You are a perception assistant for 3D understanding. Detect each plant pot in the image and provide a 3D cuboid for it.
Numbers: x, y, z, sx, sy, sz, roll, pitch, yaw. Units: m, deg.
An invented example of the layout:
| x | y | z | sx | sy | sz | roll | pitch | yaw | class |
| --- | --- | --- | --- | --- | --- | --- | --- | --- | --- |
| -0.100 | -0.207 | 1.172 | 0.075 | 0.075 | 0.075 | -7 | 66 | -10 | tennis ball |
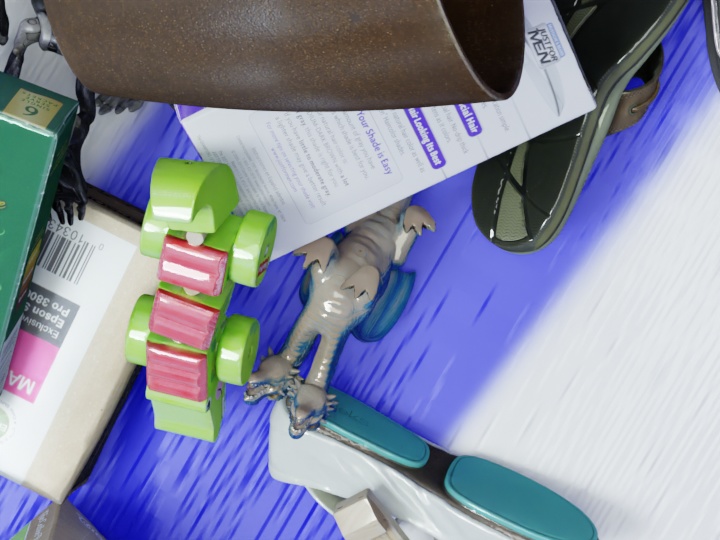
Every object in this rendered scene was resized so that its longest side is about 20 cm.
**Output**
| x | y | z | sx | sy | sz | roll | pitch | yaw | class |
| --- | --- | --- | --- | --- | --- | --- | --- | --- | --- |
| -0.044 | -0.151 | 1.230 | 0.200 | 0.187 | 0.187 | -12 | 95 | 18 | plant pot |

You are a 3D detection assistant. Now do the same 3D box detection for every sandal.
| x | y | z | sx | sy | sz | roll | pitch | yaw | class |
| --- | --- | --- | --- | --- | --- | --- | --- | --- | --- |
| 0.126 | -0.101 | 1.419 | 0.080 | 0.057 | 0.201 | 35 | 99 | 40 | sandal |

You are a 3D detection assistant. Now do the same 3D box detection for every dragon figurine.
| x | y | z | sx | sy | sz | roll | pitch | yaw | class |
| --- | --- | --- | --- | --- | --- | --- | --- | --- | --- |
| 0.000 | 0.000 | 1.429 | 0.059 | 0.099 | 0.200 | 29 | 57 | 7 | dragon figurine |

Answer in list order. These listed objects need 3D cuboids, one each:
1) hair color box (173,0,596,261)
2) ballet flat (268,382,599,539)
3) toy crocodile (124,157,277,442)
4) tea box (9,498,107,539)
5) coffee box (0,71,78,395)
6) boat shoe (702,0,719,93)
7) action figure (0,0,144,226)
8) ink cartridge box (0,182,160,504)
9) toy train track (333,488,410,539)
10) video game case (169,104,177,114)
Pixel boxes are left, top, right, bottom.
| x | y | z | sx | sy | sz | roll | pitch | yaw | class |
| --- | --- | --- | --- | --- | --- | --- | --- | --- | --- |
| 0.011 | -0.098 | 1.350 | 0.200 | 0.065 | 0.109 | -24 | 130 | 5 | hair color box |
| 0.037 | 0.129 | 1.451 | 0.200 | 0.069 | 0.070 | 26 | 97 | 5 | ballet flat |
| -0.088 | 0.018 | 1.348 | 0.067 | 0.062 | 0.200 | 16 | 133 | 6 | toy crocodile |
| -0.171 | 0.272 | 1.426 | 0.197 | 0.134 | 0.200 | -43 | 101 | 6 | tea box |
| -0.226 | -0.020 | 1.342 | 0.123 | 0.044 | 0.200 | 20 | 123 | 4 | coffee box |
| 0.218 | -0.146 | 1.407 | 0.067 | 0.057 | 0.200 | -14 | 95 | 5 | boat shoe |
| -0.167 | -0.128 | 1.409 | 0.119 | 0.102 | 0.200 | 19 | 58 | -7 | action figure |
| -0.214 | 0.013 | 1.445 | 0.200 | 0.075 | 0.165 | 26 | 96 | 0 | ink cartridge box |
| 0.050 | 0.206 | 1.436 | 0.115 | 0.033 | 0.200 | -28 | 111 | 24 | toy train track |
| -0.034 | -0.161 | 1.351 | 0.200 | 0.036 | 0.181 | -33 | 131 | 10 | video game case |
